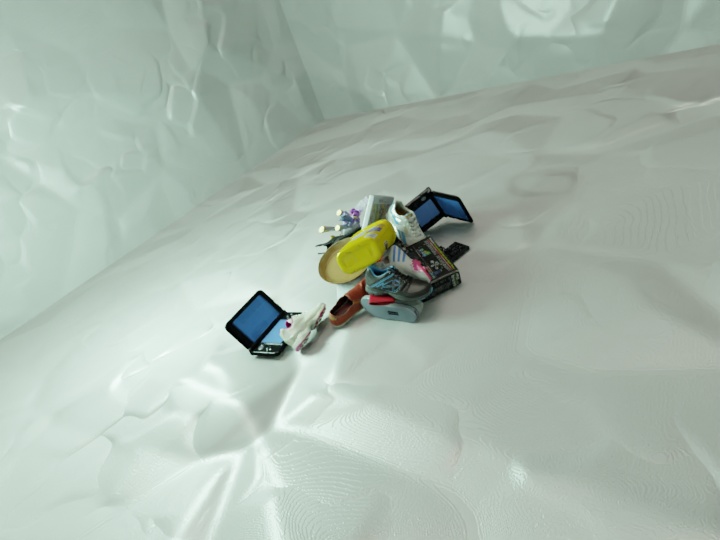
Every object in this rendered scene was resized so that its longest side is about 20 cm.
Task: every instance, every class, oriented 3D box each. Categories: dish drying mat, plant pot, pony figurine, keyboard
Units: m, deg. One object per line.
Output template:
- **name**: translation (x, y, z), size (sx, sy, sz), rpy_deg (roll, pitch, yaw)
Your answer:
- **dish drying mat**: translation (0.067, 0.047, 1.620), size (0.076, 0.018, 0.201), rpy_deg (-4, 28, 6)
- **plant pot**: translation (-0.045, -0.028, 1.791), size (0.198, 0.028, 0.201), rpy_deg (-15, 45, 15)
- **pony figurine**: translation (-0.029, -0.170, 2.044), size (0.193, 0.168, 0.199), rpy_deg (-41, -27, 27)
- **keyboard**: translation (0.255, -0.044, 1.772), size (0.199, 0.040, 0.104), rpy_deg (-36, 30, -25)

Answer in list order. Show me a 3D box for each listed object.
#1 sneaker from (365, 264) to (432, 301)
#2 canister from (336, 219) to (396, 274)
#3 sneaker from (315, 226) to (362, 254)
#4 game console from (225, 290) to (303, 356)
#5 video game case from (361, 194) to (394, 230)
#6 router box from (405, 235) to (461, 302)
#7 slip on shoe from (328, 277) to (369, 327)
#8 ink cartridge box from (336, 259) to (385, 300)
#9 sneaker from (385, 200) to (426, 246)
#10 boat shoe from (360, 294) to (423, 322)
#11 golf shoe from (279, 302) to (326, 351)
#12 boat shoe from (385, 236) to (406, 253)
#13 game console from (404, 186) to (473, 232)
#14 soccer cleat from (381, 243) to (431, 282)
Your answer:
- **sneaker**: translation (0.104, 0.034, 1.528), size (0.198, 0.083, 0.073), rpy_deg (5, 30, 19)
- **canister**: translation (0.019, -0.072, 1.638), size (0.148, 0.087, 0.200), rpy_deg (-27, 10, 22)
- **sneaker**: translation (-0.056, -0.107, 1.960), size (0.199, 0.061, 0.104), rpy_deg (-26, 12, -28)
- **game console**: translation (-0.290, 0.161, 1.718), size (0.174, 0.117, 0.200), rpy_deg (-3, 34, 35)
- **video game case**: translation (0.055, -0.163, 1.910), size (0.023, 0.202, 0.182), rpy_deg (19, 13, 22)
- **router box**: translation (0.196, -0.005, 1.669), size (0.149, 0.062, 0.201), rpy_deg (-26, 42, -4)
- **slip on shoe**: translation (-0.021, 0.089, 1.673), size (0.200, 0.061, 0.074), rpy_deg (-44, 56, -14)
- **ink cartridge box**: translation (0.000, 0.000, 1.777), size (0.158, 0.047, 0.202), rpy_deg (-14, 61, 17)
- **sneaker**: translation (0.160, -0.142, 1.803), size (0.076, 0.081, 0.200), rpy_deg (-29, 69, -31)
- **boat shoe**: translation (0.098, 0.092, 1.608), size (0.200, 0.075, 0.086), rpy_deg (6, 39, 39)
- **golf shoe**: translation (-0.174, 0.155, 1.672), size (0.091, 0.076, 0.200), rpy_deg (29, 42, 5)
- **boat shoe**: translation (0.114, -0.074, 1.776), size (0.069, 0.200, 0.057), rpy_deg (-46, -4, -35)
- **game console**: translation (0.270, -0.191, 1.889), size (0.175, 0.200, 0.117), rpy_deg (-38, 57, 8)
- **soccer cleat**: translation (0.133, -0.004, 1.605), size (0.086, 0.070, 0.200), rpy_deg (-40, 40, -2)
